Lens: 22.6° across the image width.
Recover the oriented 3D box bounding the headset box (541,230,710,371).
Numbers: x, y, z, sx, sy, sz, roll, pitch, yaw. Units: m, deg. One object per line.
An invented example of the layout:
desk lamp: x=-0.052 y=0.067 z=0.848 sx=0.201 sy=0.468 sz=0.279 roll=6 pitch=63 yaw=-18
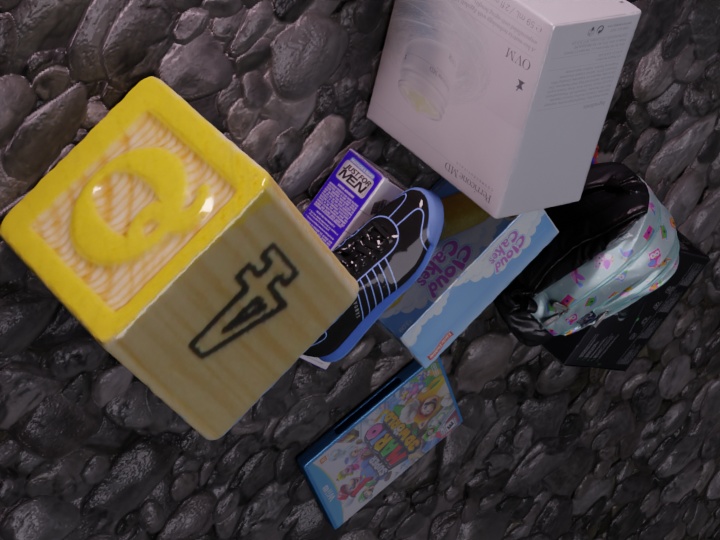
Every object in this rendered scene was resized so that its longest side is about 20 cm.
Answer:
headset box: x=0.286 y=0.019 z=2.069 sx=0.175 sy=0.093 sz=0.199 roll=-55 pitch=152 yaw=16

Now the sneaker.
sneaker: x=0.000 y=0.000 z=1.716 sx=0.201 sy=0.070 sz=0.078 roll=-54 pitch=145 yaw=7

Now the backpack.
backpack: x=0.234 y=-0.020 z=1.907 sx=0.199 sy=0.168 sz=0.127 roll=-31 pitch=132 yaw=13

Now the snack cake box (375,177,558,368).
snack cake box: x=0.091 y=-0.013 z=1.855 sx=0.200 sy=0.115 sz=0.067 roll=-46 pitch=136 yaw=-5

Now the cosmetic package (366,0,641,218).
cosmetic package: x=0.127 y=-0.189 z=1.673 sx=0.122 sy=0.199 sz=0.201 roll=-14 pitch=131 yaw=-37

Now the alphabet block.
alphabet block: x=-0.153 y=-0.009 z=1.555 sx=0.197 sy=0.195 sz=0.200 roll=-47 pitch=142 yaw=-6

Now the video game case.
video game case: x=0.025 y=0.193 z=2.052 sx=0.200 sy=0.018 sz=0.144 roll=-39 pitch=142 yaw=-13

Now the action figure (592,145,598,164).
action figure: x=0.228 y=-0.120 z=1.965 sx=0.066 sy=0.052 sz=0.200 roll=-49 pitch=146 yaw=-5

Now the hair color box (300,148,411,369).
hair color box: x=-0.023 y=-0.009 z=1.792 sx=0.201 sy=0.065 sz=0.109 roll=-52 pitch=142 yaw=7
